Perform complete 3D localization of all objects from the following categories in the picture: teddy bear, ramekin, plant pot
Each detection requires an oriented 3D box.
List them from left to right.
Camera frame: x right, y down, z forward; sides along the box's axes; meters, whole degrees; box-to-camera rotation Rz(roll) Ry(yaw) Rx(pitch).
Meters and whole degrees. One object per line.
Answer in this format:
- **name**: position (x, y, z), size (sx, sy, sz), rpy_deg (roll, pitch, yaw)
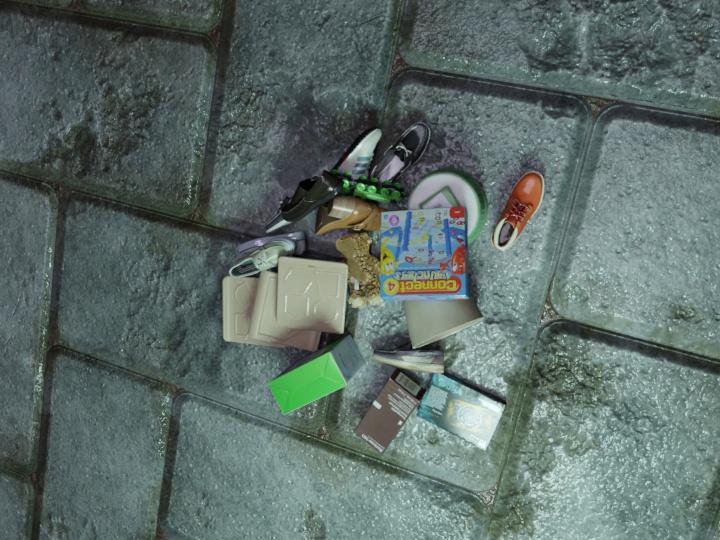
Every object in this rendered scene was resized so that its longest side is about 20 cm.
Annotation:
- **teddy bear**: position (0.000, 0.000, 1.460), size (0.143, 0.067, 0.203), rpy_deg (-27, 95, 28)
- **plant pot**: position (0.176, 0.058, 1.361), size (0.185, 0.187, 0.204), rpy_deg (-25, 77, 19)
- **ramekin**: position (0.203, -0.145, 1.350), size (0.195, 0.098, 0.205), rpy_deg (2, 98, 16)

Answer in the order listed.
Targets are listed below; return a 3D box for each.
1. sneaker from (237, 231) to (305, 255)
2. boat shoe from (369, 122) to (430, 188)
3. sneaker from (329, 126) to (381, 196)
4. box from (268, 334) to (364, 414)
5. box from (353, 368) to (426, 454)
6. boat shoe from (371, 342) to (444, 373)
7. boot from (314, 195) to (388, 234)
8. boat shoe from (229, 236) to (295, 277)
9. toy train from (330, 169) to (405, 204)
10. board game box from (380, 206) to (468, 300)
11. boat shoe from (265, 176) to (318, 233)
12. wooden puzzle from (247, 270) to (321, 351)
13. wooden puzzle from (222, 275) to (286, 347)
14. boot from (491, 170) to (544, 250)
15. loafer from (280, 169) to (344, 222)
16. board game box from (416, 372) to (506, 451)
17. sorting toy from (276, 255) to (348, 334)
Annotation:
- **sneaker**: position (-0.239, -0.056, 1.514), size (0.196, 0.073, 0.073), rpy_deg (-8, 93, 18)
- **boat shoe**: position (0.095, -0.280, 1.385), size (0.074, 0.060, 0.200), rpy_deg (47, 108, 6)
- **sneaker**: position (0.000, -0.267, 1.424), size (0.093, 0.070, 0.200), rpy_deg (38, 99, -19)
- **box**: position (-0.109, 0.269, 1.465), size (0.198, 0.176, 0.098), rpy_deg (-28, 91, 19)
- **box**: position (0.075, 0.367, 1.465), size (0.099, 0.075, 0.202), rpy_deg (34, 115, 11)
- **boat shoe**: position (0.124, 0.220, 1.446), size (0.196, 0.072, 0.066), rpy_deg (5, 75, 29)
- **boot**: position (-0.029, -0.126, 1.432), size (0.152, 0.199, 0.075), rpy_deg (10, 75, -21)
- **boat shoe**: position (-0.256, -0.026, 1.468), size (0.197, 0.062, 0.073), rpy_deg (-23, 113, 24)
- **toy train**: position (0.011, -0.199, 1.372), size (0.195, 0.042, 0.057), rpy_deg (13, 139, 3)
- **board game box**: position (0.144, -0.036, 1.273), size (0.195, 0.056, 0.201), rpy_deg (-3, 79, 17)
- **boat shoe**: position (-0.176, -0.170, 1.471), size (0.198, 0.074, 0.061), rpy_deg (-34, 91, 17)
- **wooden puzzle**: position (-0.192, 0.109, 1.518), size (0.196, 0.037, 0.189), rpy_deg (14, 97, -4)
- **wooden puzzle**: position (-0.286, 0.112, 1.570), size (0.195, 0.046, 0.190), rpy_deg (3, 99, 12)
- **boot**: position (0.366, -0.136, 1.299), size (0.074, 0.107, 0.203), rpy_deg (27, 103, 13)
- **loafer**: position (-0.127, -0.187, 1.359), size (0.198, 0.074, 0.071), rpy_deg (-28, 116, 33)
- **board game box**: position (0.257, 0.355, 1.441), size (0.197, 0.028, 0.138), rpy_deg (25, 104, 13)
- **sorting toy**: position (-0.126, 0.063, 1.459), size (0.181, 0.037, 0.204), rpy_deg (6, 111, 5)
